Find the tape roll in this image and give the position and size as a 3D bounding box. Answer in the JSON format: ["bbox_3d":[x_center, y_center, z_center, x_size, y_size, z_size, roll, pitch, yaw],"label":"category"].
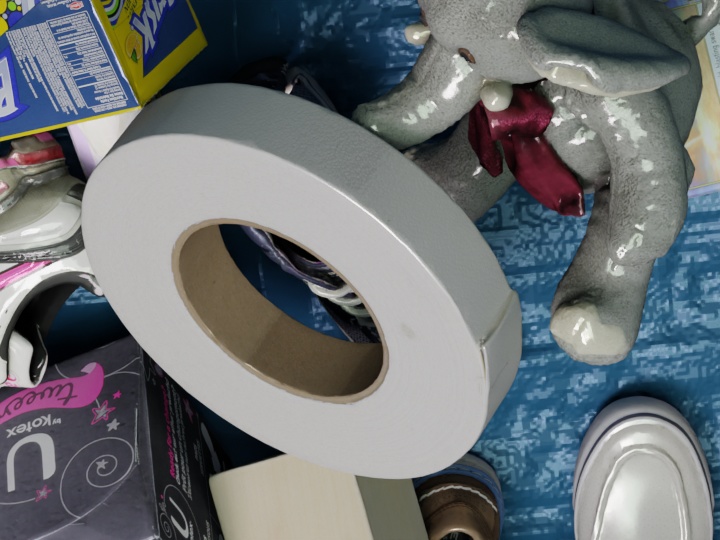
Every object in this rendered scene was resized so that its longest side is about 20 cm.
[{"bbox_3d":[-0.026,0.007,1.126,0.202,0.037,0.203,22,143,18],"label":"tape roll"}]

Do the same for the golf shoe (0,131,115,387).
[{"bbox_3d":[-0.193,0.028,1.222,0.200,0.073,0.092,-39,82,26],"label":"golf shoe"}]

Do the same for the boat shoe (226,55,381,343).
[{"bbox_3d":[0.000,0.000,1.212,0.075,0.093,0.200,-37,107,16],"label":"boat shoe"}]

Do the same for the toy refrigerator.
[{"bbox_3d":[0.001,0.179,1.236,0.076,0.070,0.201,-18,87,24],"label":"toy refrigerator"}]

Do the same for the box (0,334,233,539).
[{"bbox_3d":[-0.166,0.137,1.243,0.199,0.133,0.115,-20,136,10],"label":"box"}]

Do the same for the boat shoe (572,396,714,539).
[{"bbox_3d":[0.136,0.162,1.290,0.070,0.070,0.201,3,114,1],"label":"boat shoe"}]

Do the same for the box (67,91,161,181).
[{"bbox_3d":[-0.110,-0.064,1.217,0.038,0.041,0.201,-14,111,10],"label":"box"}]

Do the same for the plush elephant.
[{"bbox_3d":[0.067,-0.083,1.089,0.154,0.165,0.200,20,114,-42],"label":"plush elephant"}]

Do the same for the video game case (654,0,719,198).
[{"bbox_3d":[0.178,-0.142,1.171,0.180,0.045,0.201,-14,112,9],"label":"video game case"}]

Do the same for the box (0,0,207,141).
[{"bbox_3d":[-0.173,-0.094,1.156,0.199,0.070,0.065,-9,114,30],"label":"box"}]

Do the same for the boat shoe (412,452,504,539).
[{"bbox_3d":[0.029,0.192,1.304,0.072,0.072,0.201,5,113,0],"label":"boat shoe"}]
